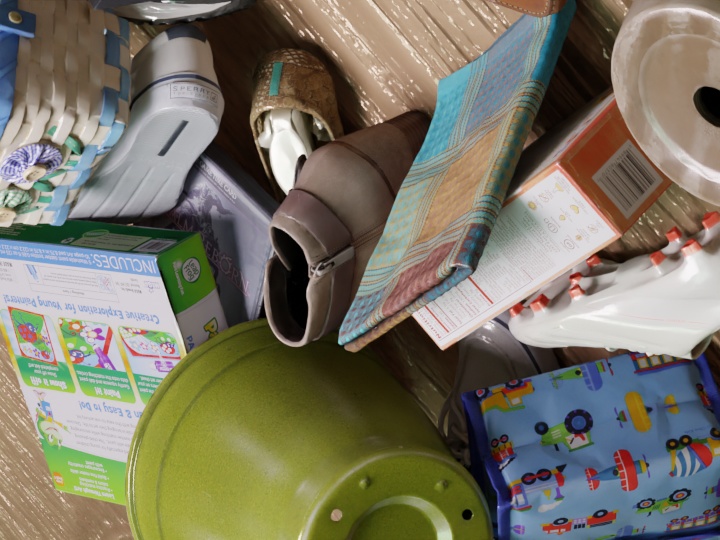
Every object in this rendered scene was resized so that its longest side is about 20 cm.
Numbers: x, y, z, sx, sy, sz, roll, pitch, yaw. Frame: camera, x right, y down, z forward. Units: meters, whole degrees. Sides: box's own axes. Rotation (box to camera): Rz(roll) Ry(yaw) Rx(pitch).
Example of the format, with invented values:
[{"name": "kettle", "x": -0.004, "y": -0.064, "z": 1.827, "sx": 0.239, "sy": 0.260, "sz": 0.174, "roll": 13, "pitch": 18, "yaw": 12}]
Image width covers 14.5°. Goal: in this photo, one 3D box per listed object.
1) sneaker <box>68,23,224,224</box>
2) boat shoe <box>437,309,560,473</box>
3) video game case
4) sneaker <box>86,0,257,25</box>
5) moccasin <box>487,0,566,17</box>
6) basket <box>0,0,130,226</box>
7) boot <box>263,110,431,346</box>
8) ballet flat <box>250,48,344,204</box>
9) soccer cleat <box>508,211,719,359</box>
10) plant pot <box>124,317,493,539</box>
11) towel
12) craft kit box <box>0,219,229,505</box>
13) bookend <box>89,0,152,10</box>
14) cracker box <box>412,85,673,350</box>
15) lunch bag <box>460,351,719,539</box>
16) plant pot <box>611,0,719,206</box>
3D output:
[{"name": "sneaker", "x": -0.136, "y": -0.090, "z": 1.803, "sx": 0.073, "sy": 0.071, "sz": 0.200, "roll": 14, "pitch": 151, "yaw": -24}, {"name": "boat shoe", "x": 0.081, "y": 0.113, "z": 1.829, "sx": 0.074, "sy": 0.086, "sz": 0.202, "roll": 24, "pitch": 139, "yaw": 30}, {"name": "video game case", "x": -0.107, "y": 0.011, "z": 1.857, "sx": 0.143, "sy": 0.019, "sz": 0.200, "roll": 44, "pitch": 135, "yaw": 36}, {"name": "sneaker", "x": -0.153, "y": -0.204, "z": 1.783, "sx": 0.200, "sy": 0.074, "sz": 0.080, "roll": 19, "pitch": 110, "yaw": 24}, {"name": "moccasin", "x": 0.030, "y": -0.195, "z": 1.587, "sx": 0.201, "sy": 0.078, "sz": 0.074, "roll": 33, "pitch": 143, "yaw": 20}, {"name": "basket", "x": -0.248, "y": -0.111, "z": 1.720, "sx": 0.199, "sy": 0.139, "sz": 0.176, "roll": 15, "pitch": 144, "yaw": -19}, {"name": "boot", "x": 0.000, "y": 0.000, "z": 1.751, "sx": 0.070, "sy": 0.146, "sz": 0.200, "roll": 17, "pitch": 136, "yaw": 35}, {"name": "ballet flat", "x": -0.031, "y": -0.045, "z": 1.802, "sx": 0.070, "sy": 0.065, "sz": 0.200, "roll": -9, "pitch": 123, "yaw": 20}, {"name": "soccer cleat", "x": 0.165, "y": 0.025, "z": 1.673, "sx": 0.200, "sy": 0.069, "sz": 0.078, "roll": -19, "pitch": 113, "yaw": 50}, {"name": "plant pot", "x": -0.016, "y": 0.147, "z": 1.721, "sx": 0.193, "sy": 0.200, "sz": 0.201, "roll": 26, "pitch": 146, "yaw": 62}, {"name": "towel", "x": 0.055, "y": -0.058, "z": 1.595, "sx": 0.022, "sy": 0.200, "sz": 0.147, "roll": 32, "pitch": 147, "yaw": -14}, {"name": "craft kit box", "x": -0.155, "y": 0.064, "z": 1.856, "sx": 0.200, "sy": 0.048, "sz": 0.198, "roll": 7, "pitch": 118, "yaw": 46}, {"name": "bookend", "x": -0.146, "y": -0.230, "z": 1.660, "sx": 0.199, "sy": 0.092, "sz": 0.200, "roll": -44, "pitch": 64, "yaw": 55}, {"name": "cracker box", "x": 0.114, "y": -0.042, "z": 1.599, "sx": 0.058, "sy": 0.134, "sz": 0.200, "roll": 49, "pitch": 146, "yaw": -5}, {"name": "lunch bag", "x": 0.149, "y": 0.149, "z": 1.741, "sx": 0.200, "sy": 0.150, "sz": 0.094, "roll": 82, "pitch": 173, "yaw": -51}, {"name": "plant pot", "x": 0.216, "y": -0.123, "z": 1.377, "sx": 0.200, "sy": 0.174, "sz": 0.200, "roll": 29, "pitch": 143, "yaw": 26}]
